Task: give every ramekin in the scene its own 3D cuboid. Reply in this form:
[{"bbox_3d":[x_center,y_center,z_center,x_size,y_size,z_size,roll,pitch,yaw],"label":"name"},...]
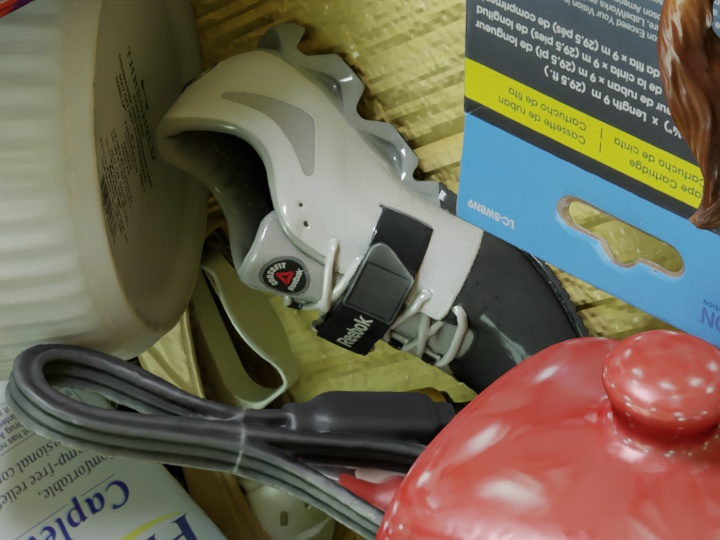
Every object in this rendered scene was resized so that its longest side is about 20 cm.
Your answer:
[{"bbox_3d":[-0.128,-0.052,1.025,0.104,0.200,0.201,-1,120,12],"label":"ramekin"}]

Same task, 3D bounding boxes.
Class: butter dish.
[{"bbox_3d":[0.091,0.086,0.850,0.199,0.199,0.148,23,129,25],"label":"butter dish"}]

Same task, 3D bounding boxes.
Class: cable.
[{"bbox_3d":[-0.031,0.074,0.979,0.097,0.199,0.050,-105,23,-46],"label":"cable"}]

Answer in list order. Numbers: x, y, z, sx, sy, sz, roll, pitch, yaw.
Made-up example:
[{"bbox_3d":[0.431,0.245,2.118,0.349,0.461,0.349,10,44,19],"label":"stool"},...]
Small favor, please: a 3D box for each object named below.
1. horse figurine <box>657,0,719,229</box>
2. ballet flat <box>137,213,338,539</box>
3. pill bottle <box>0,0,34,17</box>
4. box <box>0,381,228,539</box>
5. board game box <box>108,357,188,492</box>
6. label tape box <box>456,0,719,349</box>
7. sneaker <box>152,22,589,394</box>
[{"bbox_3d":[0.146,-0.100,0.707,0.133,0.200,0.050,45,180,-16],"label":"horse figurine"},{"bbox_3d":[-0.047,0.068,1.125,0.063,0.069,0.201,-15,105,37],"label":"ballet flat"},{"bbox_3d":[-0.108,-0.158,0.917,0.112,0.200,0.113,29,135,34],"label":"pill bottle"},{"bbox_3d":[-0.129,0.150,1.164,0.200,0.105,0.184,45,156,29],"label":"box"},{"bbox_3d":[-0.077,0.134,1.240,0.200,0.023,0.105,53,145,7],"label":"board game box"},{"bbox_3d":[0.105,-0.085,0.839,0.144,0.063,0.201,29,134,33],"label":"label tape box"},{"bbox_3d":[0.000,0.000,1.003,0.200,0.088,0.074,44,140,16],"label":"sneaker"}]
